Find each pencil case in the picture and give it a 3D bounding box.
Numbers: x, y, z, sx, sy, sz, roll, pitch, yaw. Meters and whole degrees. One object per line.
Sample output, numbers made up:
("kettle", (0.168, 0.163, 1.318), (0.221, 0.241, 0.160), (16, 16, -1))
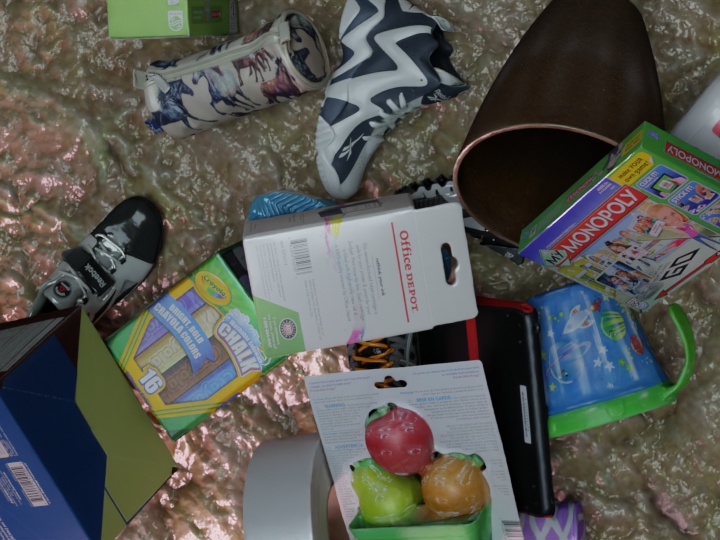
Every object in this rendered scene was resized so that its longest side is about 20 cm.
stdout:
("pencil case", (0.126, 0.270, 1.570), (0.198, 0.085, 0.085), (-8, 96, 14))
("pencil case", (-0.120, -0.186, 1.523), (0.199, 0.089, 0.079), (-15, 73, 36))

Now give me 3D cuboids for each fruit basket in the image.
("fruit basket", (0.054, 0.180, 1.488), (0.184, 0.094, 0.202), (-8, 102, 27))

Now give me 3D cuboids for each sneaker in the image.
("sneaker", (0.128, -0.049, 1.526), (0.198, 0.066, 0.092), (-3, 96, 12))
("sneaker", (-0.275, 0.012, 1.626), (0.074, 0.088, 0.200), (40, 105, 6))
("sneaker", (0.037, -0.158, 1.522), (0.128, 0.079, 0.201), (14, 92, 20))
("sneaker", (-0.015, -0.028, 1.528), (0.198, 0.081, 0.077), (19, 104, -13))
("sneaker", (0.022, 0.103, 1.572), (0.078, 0.077, 0.202), (-12, 95, 17))

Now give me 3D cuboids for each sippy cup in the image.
("sippy cup", (0.213, 0.077, 1.500), (0.176, 0.140, 0.132), (-15, 85, -7))

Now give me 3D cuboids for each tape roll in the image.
("tape roll", (-0.045, 0.260, 1.551), (0.070, 0.202, 0.205), (-11, 97, 15))

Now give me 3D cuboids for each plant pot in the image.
("plant pot", (0.192, -0.147, 1.422), (0.185, 0.188, 0.201), (8, 58, 12))

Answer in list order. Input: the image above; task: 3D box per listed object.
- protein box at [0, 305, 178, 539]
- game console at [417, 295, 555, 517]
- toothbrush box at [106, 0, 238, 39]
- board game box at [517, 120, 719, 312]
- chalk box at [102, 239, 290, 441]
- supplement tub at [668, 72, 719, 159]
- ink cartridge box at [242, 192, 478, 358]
("protein box", (-0.326, 0.165, 1.577), (0.199, 0.135, 0.200), (-11, 115, 42))
("game console", (0.120, 0.124, 1.521), (0.176, 0.031, 0.202), (5, 104, 55))
("toothbrush box", (-0.179, -0.322, 1.516), (0.085, 0.146, 0.202), (2, 100, 14))
("board game box", (0.238, -0.040, 1.349), (0.134, 0.029, 0.200), (24, 148, -14))
("chalk box", (-0.126, 0.052, 1.576), (0.199, 0.124, 0.124), (-35, 89, 18))
("supplement tub", (0.377, -0.091, 1.418), (0.200, 0.140, 0.141), (42, 106, 4))
("ink cartridge box", (0.000, 0.000, 1.458), (0.198, 0.067, 0.118), (-9, 104, 1))
